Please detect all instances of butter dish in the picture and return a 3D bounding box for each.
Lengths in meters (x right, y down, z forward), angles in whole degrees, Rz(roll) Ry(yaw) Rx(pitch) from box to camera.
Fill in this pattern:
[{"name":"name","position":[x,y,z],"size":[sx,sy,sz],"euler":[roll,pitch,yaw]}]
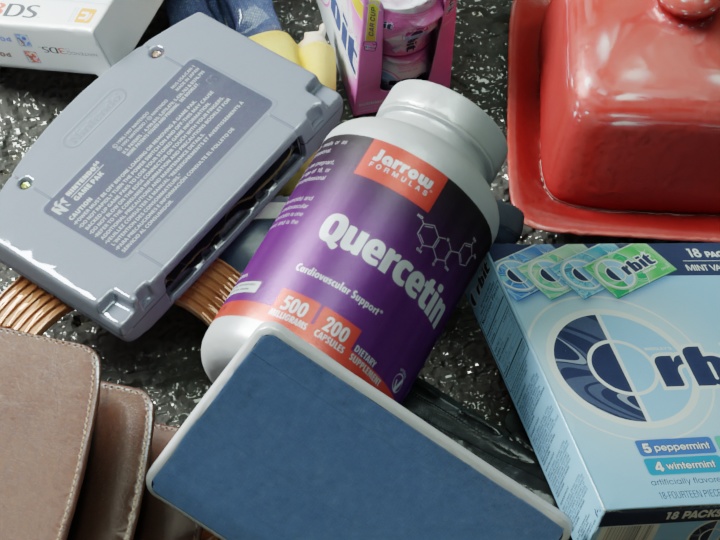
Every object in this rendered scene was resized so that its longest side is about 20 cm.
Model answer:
[{"name":"butter dish","position":[0.191,-0.130,1.533],"size":[0.198,0.148,0.201],"euler":[3,56,1]}]

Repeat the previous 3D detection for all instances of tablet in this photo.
[{"name":"tablet","position":[-0.002,0.123,1.336],"size":[0.199,0.130,0.014],"euler":[34,27,-8]}]

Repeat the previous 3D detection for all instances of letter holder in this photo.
[{"name":"letter holder","position":[-0.165,0.149,1.340],"size":[0.141,0.101,0.201],"euler":[11,64,8]}]

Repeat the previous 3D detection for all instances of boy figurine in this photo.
[{"name":"boy figurine","position":[-0.071,-0.115,1.564],"size":[0.123,0.065,0.201],"euler":[-14,54,-14]}]

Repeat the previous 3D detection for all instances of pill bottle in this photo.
[{"name":"pill bottle","position":[0.003,-0.004,1.396],"size":[0.112,0.113,0.201],"euler":[25,67,14]}]

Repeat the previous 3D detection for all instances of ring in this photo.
[{"name":"ring","position":[-0.134,0.076,1.439],"size":[0.199,0.019,0.202],"euler":[-2,67,5]}]

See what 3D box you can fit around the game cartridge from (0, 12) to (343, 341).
[{"name":"game cartridge","position":[-0.120,-0.060,1.474],"size":[0.133,0.041,0.200],"euler":[32,65,24]}]

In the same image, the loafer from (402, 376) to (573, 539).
[{"name":"loafer","position":[0.085,0.109,1.414],"size":[0.199,0.068,0.071],"euler":[23,67,17]}]

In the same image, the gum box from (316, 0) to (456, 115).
[{"name":"gum box","position":[0.006,-0.206,1.596],"size":[0.066,0.114,0.201],"euler":[-11,57,-10]}]

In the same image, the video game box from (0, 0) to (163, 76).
[{"name":"video game box","position":[-0.191,-0.211,1.599],"size":[0.181,0.047,0.201],"euler":[8,54,27]}]

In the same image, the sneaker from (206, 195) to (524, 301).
[{"name":"sneaker","position":[0.000,0.000,1.495],"size":[0.198,0.070,0.083],"euler":[-4,72,1]}]

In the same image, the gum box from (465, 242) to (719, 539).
[{"name":"gum box","position":[0.169,0.068,1.416],"size":[0.169,0.045,0.201],"euler":[-1,46,-23]}]
